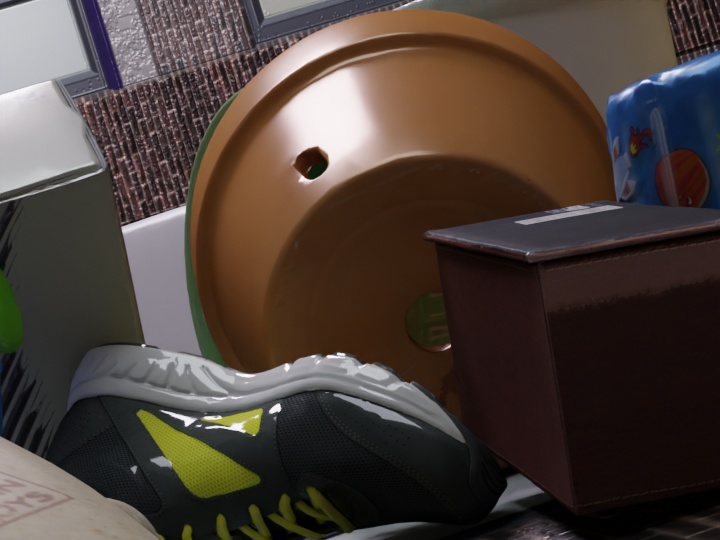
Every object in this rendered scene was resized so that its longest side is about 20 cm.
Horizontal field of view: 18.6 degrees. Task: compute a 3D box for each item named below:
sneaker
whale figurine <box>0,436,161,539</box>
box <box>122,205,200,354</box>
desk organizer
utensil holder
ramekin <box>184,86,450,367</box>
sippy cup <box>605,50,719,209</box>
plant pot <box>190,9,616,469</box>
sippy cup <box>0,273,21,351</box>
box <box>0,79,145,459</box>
[{"bbox_3d":[-0.037,0.082,0.791,0.199,0.075,0.085,1,55,39],"label":"sneaker"},{"bbox_3d":[-0.085,0.089,0.420,0.198,0.105,0.159,10,11,24],"label":"whale figurine"},{"bbox_3d":[-0.178,0.051,2.077,0.197,0.202,0.171,-17,-2,15],"label":"box"},{"bbox_3d":[0.075,0.022,0.726,0.071,0.078,0.200,-10,4,-6],"label":"desk organizer"},{"bbox_3d":[0.101,-0.048,1.195,0.168,0.202,0.170,-10,-4,-1],"label":"utensil holder"},{"bbox_3d":[0.000,0.000,1.120,0.097,0.202,0.200,-8,-5,-33],"label":"ramekin"},{"bbox_3d":[0.153,-0.018,0.815,0.177,0.131,0.139,-18,-1,43],"label":"sippy cup"},{"bbox_3d":[0.027,0.000,0.926,0.198,0.202,0.140,-17,16,1],"label":"plant pot"},{"bbox_3d":[-0.198,0.052,0.761,0.177,0.141,0.130,11,4,31],"label":"sippy cup"},{"bbox_3d":[-0.125,0.032,0.893,0.068,0.201,0.082,-18,35,-13],"label":"box"}]
